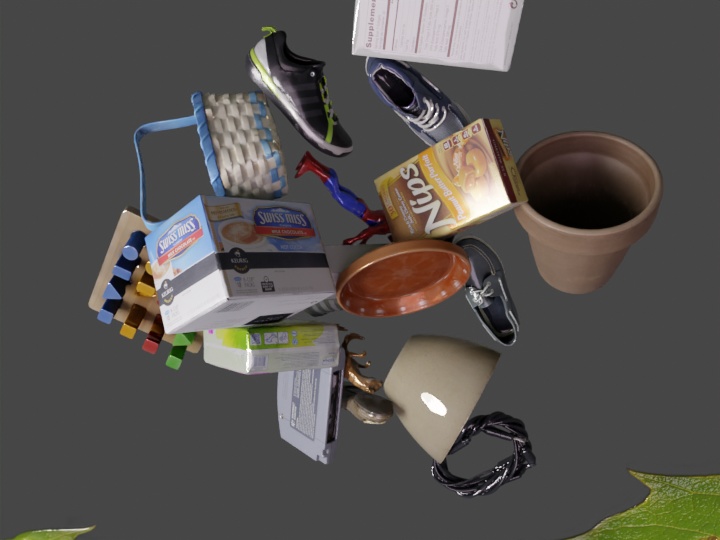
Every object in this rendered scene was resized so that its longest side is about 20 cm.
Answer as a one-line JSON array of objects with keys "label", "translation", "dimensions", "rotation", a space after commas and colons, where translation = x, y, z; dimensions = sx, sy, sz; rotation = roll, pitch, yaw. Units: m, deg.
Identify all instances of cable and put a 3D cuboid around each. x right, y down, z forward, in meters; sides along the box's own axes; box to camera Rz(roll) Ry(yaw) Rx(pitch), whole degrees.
[{"label": "cable", "translation": [0.218, 0.342, 1.296], "dimensions": [0.196, 0.051, 0.165], "rotation": [-22, 117, 14]}]

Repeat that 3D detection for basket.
[{"label": "basket", "translation": [-0.201, -0.145, 0.944], "dimensions": [0.195, 0.179, 0.140], "rotation": [-11, 149, -7]}]

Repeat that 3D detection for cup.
[{"label": "cup", "translation": [0.121, 0.185, 1.143], "dimensions": [0.142, 0.200, 0.203], "rotation": [30, 120, 11]}]

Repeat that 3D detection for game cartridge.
[{"label": "game cartridge", "translation": [-0.086, 0.202, 1.172], "dimensions": [0.041, 0.132, 0.205], "rotation": [-7, 110, -40]}]

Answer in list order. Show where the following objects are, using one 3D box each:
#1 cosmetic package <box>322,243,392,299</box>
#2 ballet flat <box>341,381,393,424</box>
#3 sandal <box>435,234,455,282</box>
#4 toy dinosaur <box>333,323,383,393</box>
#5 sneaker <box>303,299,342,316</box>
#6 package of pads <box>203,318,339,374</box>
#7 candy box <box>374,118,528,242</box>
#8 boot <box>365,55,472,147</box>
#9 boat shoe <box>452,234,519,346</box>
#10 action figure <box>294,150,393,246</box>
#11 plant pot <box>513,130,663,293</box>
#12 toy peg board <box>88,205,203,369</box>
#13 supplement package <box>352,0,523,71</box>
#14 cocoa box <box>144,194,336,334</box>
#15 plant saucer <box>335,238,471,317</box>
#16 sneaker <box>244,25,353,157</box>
[{"label": "cosmetic package", "translation": [0.000, 0.000, 1.052], "dimensions": [0.195, 0.052, 0.083], "rotation": [-2, 153, -17]}, {"label": "ballet flat", "translation": [0.001, 0.224, 1.155], "dimensions": [0.066, 0.199, 0.048], "rotation": [9, 91, -22]}, {"label": "sandal", "translation": [0.122, -0.070, 1.048], "dimensions": [0.047, 0.076, 0.204], "rotation": [21, 120, 8]}, {"label": "toy dinosaur", "translation": [-0.048, 0.147, 1.174], "dimensions": [0.197, 0.108, 0.060], "rotation": [12, 165, 38]}, {"label": "sneaker", "translation": [-0.044, 0.036, 1.123], "dimensions": [0.196, 0.075, 0.082], "rotation": [16, 137, -6]}, {"label": "package of pads", "translation": [-0.134, 0.111, 1.055], "dimensions": [0.151, 0.199, 0.070], "rotation": [-1, 90, -30]}, {"label": "candy box", "translation": [0.119, -0.110, 0.961], "dimensions": [0.198, 0.055, 0.118], "rotation": [-24, 81, 40]}, {"label": "boot", "translation": [0.082, -0.215, 0.950], "dimensions": [0.199, 0.091, 0.073], "rotation": [37, 115, -18]}, {"label": "boat shoe", "translation": [0.202, 0.034, 1.109], "dimensions": [0.072, 0.062, 0.202], "rotation": [-23, 117, 14]}, {"label": "action figure", "translation": [-0.023, -0.078, 1.050], "dimensions": [0.198, 0.066, 0.100], "rotation": [32, 110, -15]}, {"label": "plant pot", "translation": [0.310, -0.067, 0.994], "dimensions": [0.195, 0.203, 0.176], "rotation": [-6, 140, 5]}, {"label": "toy peg board", "translation": [-0.320, 0.041, 1.108], "dimensions": [0.196, 0.098, 0.202], "rotation": [25, 118, -13]}, {"label": "supplement package", "translation": [0.091, -0.328, 0.868], "dimensions": [0.195, 0.118, 0.120], "rotation": [6, 121, -2]}, {"label": "cocoa box", "translation": [-0.153, -0.007, 0.912], "dimensions": [0.132, 0.198, 0.134], "rotation": [-26, 75, 36]}, {"label": "plant saucer", "translation": [0.060, 0.010, 1.005], "dimensions": [0.195, 0.033, 0.201], "rotation": [-10, 153, -5]}, {"label": "sneaker", "translation": [-0.069, -0.240, 0.951], "dimensions": [0.082, 0.072, 0.200], "rotation": [-39, 112, 20]}]
